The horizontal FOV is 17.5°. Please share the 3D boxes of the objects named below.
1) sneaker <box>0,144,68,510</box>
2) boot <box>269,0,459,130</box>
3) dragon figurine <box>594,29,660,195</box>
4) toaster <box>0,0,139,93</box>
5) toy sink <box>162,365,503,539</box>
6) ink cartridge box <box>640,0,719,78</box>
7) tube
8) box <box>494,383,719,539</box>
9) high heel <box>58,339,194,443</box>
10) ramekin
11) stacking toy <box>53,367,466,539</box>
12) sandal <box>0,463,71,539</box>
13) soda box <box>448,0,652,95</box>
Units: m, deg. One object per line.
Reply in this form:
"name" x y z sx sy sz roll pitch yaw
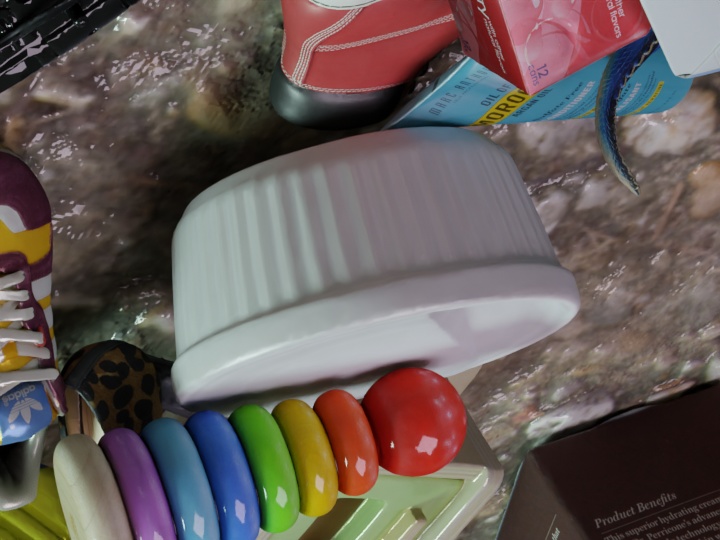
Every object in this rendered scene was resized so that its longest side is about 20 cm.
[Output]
"sneaker" -0.168 0.029 1.094 0.075 0.090 0.200 -19 145 -19
"boot" 0.050 -0.135 1.091 0.200 0.072 0.144 -21 153 -18
"dragon figurine" 0.151 -0.139 1.097 0.099 0.200 0.059 -20 136 36
"toaster" -0.147 -0.158 0.842 0.181 0.119 0.200 -34 147 4
"toy sink" -0.007 0.115 1.321 0.200 0.112 0.130 9 129 -46
"ink cartridge box" 0.144 -0.204 0.984 0.076 0.200 0.136 -12 150 16
"tube" 0.093 -0.097 1.143 0.200 0.050 0.077 -10 152 -51
"box" 0.209 0.216 1.551 0.166 0.200 0.164 -16 144 -23
"high heel" -0.135 0.136 1.193 0.143 0.071 0.200 21 79 -69
"ramekin" 0.000 0.000 1.140 0.202 0.094 0.202 -12 168 -3
"stacking toy" -0.044 0.094 1.136 0.200 0.085 0.085 -16 144 -15
"sandal" -0.235 0.176 1.263 0.200 0.079 0.087 -40 -176 -1
"soda box" 0.056 -0.178 0.961 0.070 0.063 0.200 -28 120 -13
